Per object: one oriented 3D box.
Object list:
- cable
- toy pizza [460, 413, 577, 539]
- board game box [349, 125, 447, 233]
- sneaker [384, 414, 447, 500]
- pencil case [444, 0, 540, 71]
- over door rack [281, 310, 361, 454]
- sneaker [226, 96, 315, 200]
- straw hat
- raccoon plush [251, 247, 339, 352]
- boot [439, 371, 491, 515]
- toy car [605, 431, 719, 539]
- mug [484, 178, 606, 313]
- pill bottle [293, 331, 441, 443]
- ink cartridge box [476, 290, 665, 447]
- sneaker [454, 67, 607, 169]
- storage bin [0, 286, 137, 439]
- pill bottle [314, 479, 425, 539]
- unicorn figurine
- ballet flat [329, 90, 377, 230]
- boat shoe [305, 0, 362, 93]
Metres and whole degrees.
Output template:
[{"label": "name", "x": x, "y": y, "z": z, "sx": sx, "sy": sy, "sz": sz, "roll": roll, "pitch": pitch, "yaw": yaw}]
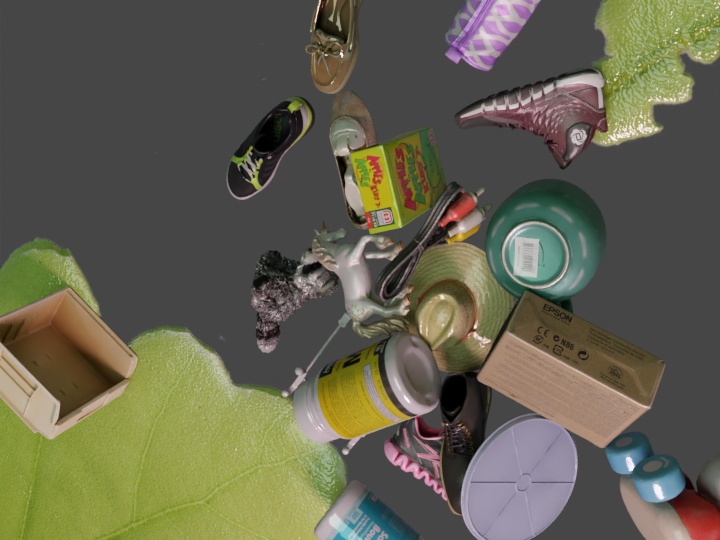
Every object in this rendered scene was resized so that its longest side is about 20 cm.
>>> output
[{"label": "cable", "x": 0.097, "y": -0.040, "z": 1.144, "sx": 0.050, "sy": 0.200, "sz": 0.098, "roll": 35, "pitch": 161, "yaw": 29}, {"label": "toy pizza", "x": 0.221, "y": 0.292, "z": 1.211, "sx": 0.032, "sy": 0.197, "sz": 0.204, "roll": -150, "pitch": 56, "yaw": -60}, {"label": "board game box", "x": 0.056, "y": -0.123, "z": 1.130, "sx": 0.047, "sy": 0.200, "sz": 0.103, "roll": -9, "pitch": 101, "yaw": 25}, {"label": "sneaker", "x": 0.135, "y": 0.284, "z": 1.292, "sx": 0.198, "sy": 0.079, "sz": 0.096, "roll": 30, "pitch": 103, "yaw": 12}, {"label": "pencil case", "x": 0.183, "y": -0.349, "z": 1.075, "sx": 0.083, "sy": 0.085, "sz": 0.201, "roll": 35, "pitch": 117, "yaw": 9}, {"label": "over door rack", "x": -0.021, "y": 0.174, "z": 1.326, "sx": 0.148, "sy": 0.067, "sz": 0.201, "roll": 42, "pitch": 117, "yaw": 7}, {"label": "sneaker", "x": -0.148, "y": -0.183, "z": 1.270, "sx": 0.072, "sy": 0.083, "sz": 0.200, "roll": 45, "pitch": 117, "yaw": 6}, {"label": "straw hat", "x": 0.118, "y": 0.065, "z": 1.222, "sx": 0.198, "sy": 0.085, "sz": 0.205, "roll": 7, "pitch": 107, "yaw": 21}, {"label": "raccoon plush", "x": -0.091, "y": 0.046, "z": 1.332, "sx": 0.132, "sy": 0.098, "sz": 0.202, "roll": 9, "pitch": 138, "yaw": 7}, {"label": "boot", "x": 0.134, "y": 0.239, "z": 1.196, "sx": 0.076, "sy": 0.138, "sz": 0.204, "roll": -2, "pitch": 79, "yaw": 19}, {"label": "toy car", "x": 0.457, "y": 0.290, "z": 1.122, "sx": 0.197, "sy": 0.177, "sz": 0.187, "roll": -24, "pitch": 99, "yaw": -1}, {"label": "mug", "x": 0.249, "y": -0.022, "z": 1.122, "sx": 0.185, "sy": 0.114, "sz": 0.152, "roll": 48, "pitch": 117, "yaw": 5}, {"label": "pill bottle", "x": 0.006, "y": 0.171, "z": 1.213, "sx": 0.198, "sy": 0.114, "sz": 0.116, "roll": -26, "pitch": 94, "yaw": 33}, {"label": "ink cartridge box", "x": 0.269, "y": 0.132, "z": 1.127, "sx": 0.198, "sy": 0.076, "sz": 0.165, "roll": 28, "pitch": 153, "yaw": 7}, {"label": "sneaker", "x": 0.224, "y": -0.181, "z": 1.112, "sx": 0.197, "sy": 0.076, "sz": 0.117, "roll": -12, "pitch": 103, "yaw": 26}, {"label": "storage bin", "x": -0.516, "y": 0.155, "z": 1.465, "sx": 0.198, "sy": 0.200, "sz": 0.094, "roll": 43, "pitch": 118, "yaw": 7}, {"label": "pill bottle", "x": 0.031, "y": 0.434, "z": 1.353, "sx": 0.199, "sy": 0.111, "sz": 0.111, "roll": 39, "pitch": 116, "yaw": 9}, {"label": "unicorn figurine", "x": 0.000, "y": 0.000, "z": 1.222, "sx": 0.135, "sy": 0.074, "sz": 0.204, "roll": -14, "pitch": 74, "yaw": 23}, {"label": "ballet flat", "x": -0.007, "y": -0.155, "z": 1.225, "sx": 0.067, "sy": 0.067, "sz": 0.203, "roll": -10, "pitch": 100, "yaw": 26}, {"label": "boat shoe", "x": -0.038, "y": -0.344, "z": 1.186, "sx": 0.072, "sy": 0.063, "sz": 0.203, "roll": 18, "pitch": 111, "yaw": 18}]
